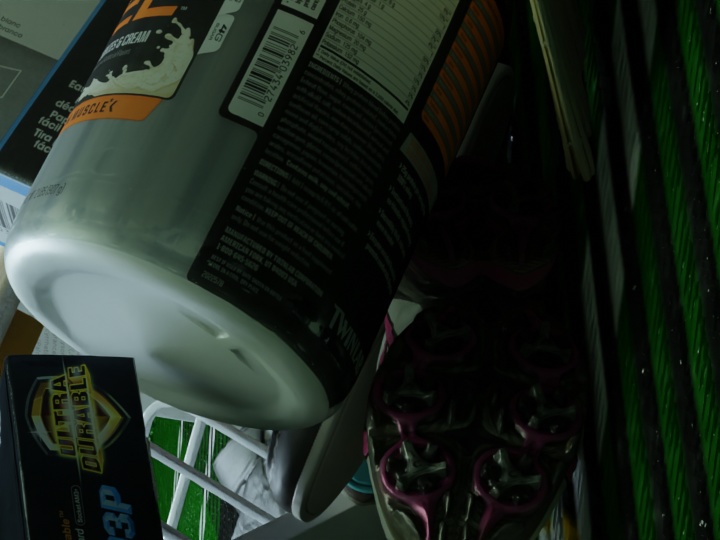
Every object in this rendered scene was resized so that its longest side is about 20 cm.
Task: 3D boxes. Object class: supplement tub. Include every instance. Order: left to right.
[{"bbox_3d":[-0.025,-0.059,0.715,0.123,0.122,0.201,117,178,-66],"label":"supplement tub"}]

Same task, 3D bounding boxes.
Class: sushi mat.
[{"bbox_3d":[0.048,-0.130,0.668,0.096,0.012,0.200,-88,-17,-48],"label":"sushi mat"}]

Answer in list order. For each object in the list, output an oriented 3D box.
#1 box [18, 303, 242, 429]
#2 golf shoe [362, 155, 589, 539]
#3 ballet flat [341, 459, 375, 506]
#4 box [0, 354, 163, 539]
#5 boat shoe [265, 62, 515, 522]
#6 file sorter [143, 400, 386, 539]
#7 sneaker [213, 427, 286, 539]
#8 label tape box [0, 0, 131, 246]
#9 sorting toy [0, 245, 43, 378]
[{"bbox_3d":[-0.105,0.004,1.156,0.152,0.199,0.107,-63,-18,-73],"label":"box"},{"bbox_3d":[0.038,0.047,0.736,0.200,0.072,0.092,-81,-2,-55],"label":"golf shoe"},{"bbox_3d":[0.028,0.003,0.907,0.062,0.067,0.201,34,-117,-68],"label":"ballet flat"},{"bbox_3d":[-0.104,0.150,0.707,0.200,0.046,0.159,114,151,-47],"label":"box"},{"bbox_3d":[0.000,0.000,0.848,0.201,0.057,0.067,-66,-20,-10],"label":"boat shoe"},{"bbox_3d":[-0.087,0.140,0.922,0.200,0.124,0.139,-19,-48,-55],"label":"file sorter"},{"bbox_3d":[-0.011,0.105,1.027,0.200,0.060,0.104,-48,58,40],"label":"sneaker"},{"bbox_3d":[-0.105,-0.106,0.825,0.200,0.144,0.063,-59,-17,-26],"label":"label tape box"},{"bbox_3d":[-0.179,0.094,0.814,0.185,0.036,0.200,-49,21,37],"label":"sorting toy"}]
